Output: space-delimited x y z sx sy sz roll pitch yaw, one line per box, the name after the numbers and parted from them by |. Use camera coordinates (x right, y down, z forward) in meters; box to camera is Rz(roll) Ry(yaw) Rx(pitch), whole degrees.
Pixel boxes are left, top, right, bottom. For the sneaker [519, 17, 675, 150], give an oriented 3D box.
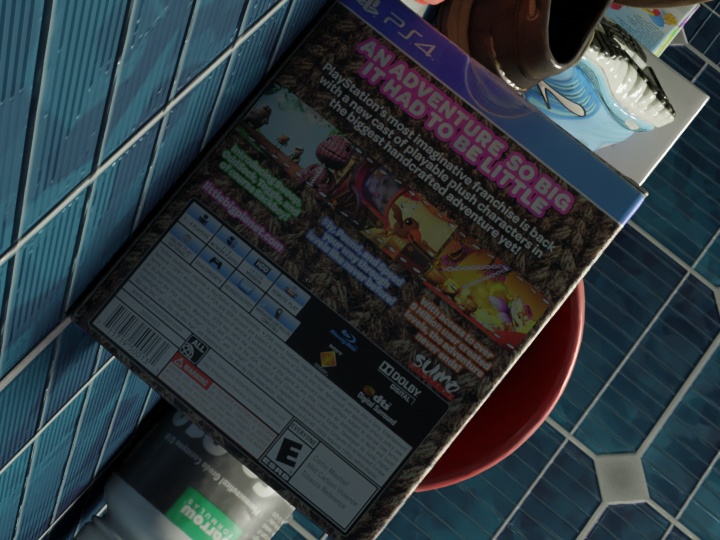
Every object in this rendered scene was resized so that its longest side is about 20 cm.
0.102 -0.113 0.890 0.090 0.078 0.200 -35 141 21 | sneaker

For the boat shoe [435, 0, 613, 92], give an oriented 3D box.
0.112 -0.164 0.760 0.074 0.073 0.200 43 65 -42 | boat shoe

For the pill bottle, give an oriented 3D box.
-0.101 0.144 1.062 0.200 0.113 0.113 -51 175 -10 | pill bottle

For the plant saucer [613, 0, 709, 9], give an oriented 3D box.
0.185 -0.226 0.821 0.200 0.200 0.029 -51 132 -1 | plant saucer

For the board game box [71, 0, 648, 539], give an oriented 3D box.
0.000 0.000 0.705 0.200 0.159 0.097 -50 175 -6 | board game box

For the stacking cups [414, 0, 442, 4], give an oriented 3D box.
0.099 -0.163 0.618 0.200 0.061 0.061 -29 -174 28 | stacking cups

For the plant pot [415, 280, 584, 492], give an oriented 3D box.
0.028 0.004 0.899 0.201 0.200 0.177 -53 -177 14 | plant pot

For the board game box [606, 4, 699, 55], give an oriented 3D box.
0.183 -0.183 1.288 0.200 0.105 0.103 -44 171 -50 | board game box

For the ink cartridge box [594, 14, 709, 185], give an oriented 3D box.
0.108 -0.083 1.047 0.200 0.146 0.147 -53 -179 10 | ink cartridge box
